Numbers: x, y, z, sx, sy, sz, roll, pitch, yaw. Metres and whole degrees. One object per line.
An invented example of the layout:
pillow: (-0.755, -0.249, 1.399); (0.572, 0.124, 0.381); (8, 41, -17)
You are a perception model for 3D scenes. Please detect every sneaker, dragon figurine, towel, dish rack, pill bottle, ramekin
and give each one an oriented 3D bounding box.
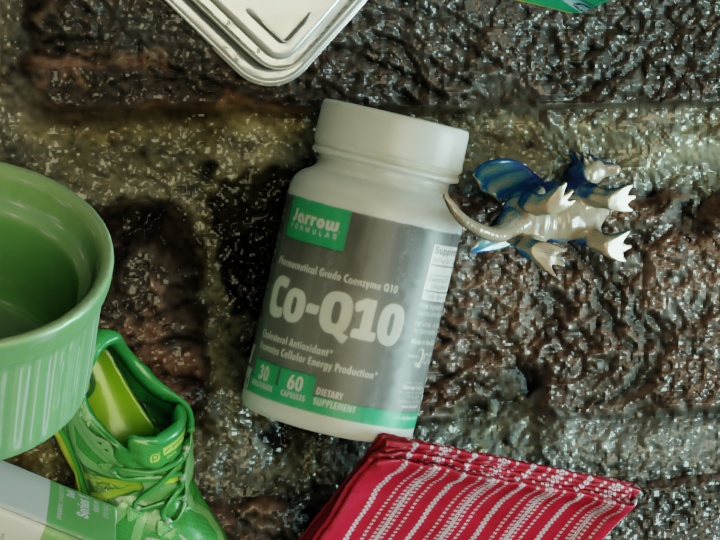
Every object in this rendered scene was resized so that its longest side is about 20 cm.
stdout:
sneaker: (-0.137, 0.121, 1.559); (0.074, 0.083, 0.200); (-39, 108, -32)
dragon figurine: (0.104, -0.037, 1.588); (0.200, 0.099, 0.059); (-10, 107, -39)
towel: (0.063, 0.168, 1.608); (0.200, 0.023, 0.145); (13, 134, -26)
dish rack: (-0.064, -0.232, 1.564); (0.200, 0.044, 0.172); (43, 84, -16)
pill bottle: (0.000, 0.000, 1.575); (0.113, 0.113, 0.201); (12, 93, -18)
ramekin: (-0.245, 0.026, 1.461); (0.199, 0.200, 0.098); (-4, 125, -16)

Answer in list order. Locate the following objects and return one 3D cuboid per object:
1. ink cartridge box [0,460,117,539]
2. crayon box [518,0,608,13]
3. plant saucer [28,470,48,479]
ink cartridge box: (-0.265, 0.177, 1.507); (0.200, 0.084, 0.146); (24, 103, -10)
crayon box: (0.072, -0.241, 1.563); (0.200, 0.058, 0.119); (10, 77, -28)
plant saucer: (-0.227, 0.229, 1.585); (0.070, 0.019, 0.200); (30, 87, -18)
